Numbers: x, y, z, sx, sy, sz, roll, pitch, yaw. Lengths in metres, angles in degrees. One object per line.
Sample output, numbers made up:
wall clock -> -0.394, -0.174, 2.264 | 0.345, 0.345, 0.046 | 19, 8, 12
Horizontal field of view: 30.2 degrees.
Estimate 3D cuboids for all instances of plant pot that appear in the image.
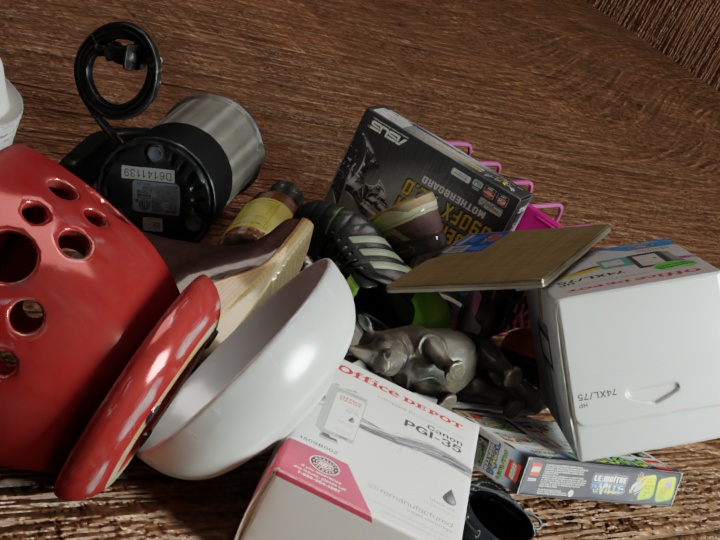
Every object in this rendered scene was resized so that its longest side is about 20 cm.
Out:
plant pot -> -0.210, 0.046, 0.898 | 0.182, 0.200, 0.200 | 35, 23, -1

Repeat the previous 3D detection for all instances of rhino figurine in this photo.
rhino figurine -> 0.055, 0.079, 1.144 | 0.200, 0.060, 0.087 | 12, 20, -42

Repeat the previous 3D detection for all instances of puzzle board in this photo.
puzzle board -> 0.133, -0.008, 1.238 | 0.151, 0.017, 0.200 | -4, 13, 28

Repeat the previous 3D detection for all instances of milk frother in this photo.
milk frother -> -0.189, -0.146, 1.313 | 0.180, 0.200, 0.188 | 22, 23, 1

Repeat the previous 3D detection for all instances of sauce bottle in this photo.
sauce bottle -> -0.096, -0.042, 1.360 | 0.066, 0.066, 0.200 | 26, 21, 0

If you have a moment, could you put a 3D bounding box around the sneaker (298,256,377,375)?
sneaker -> -0.039, 0.055, 1.222 | 0.081, 0.075, 0.200 | 36, 15, -30

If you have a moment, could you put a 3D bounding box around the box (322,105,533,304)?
box -> 0.063, -0.063, 1.448 | 0.200, 0.158, 0.048 | 34, 22, 16

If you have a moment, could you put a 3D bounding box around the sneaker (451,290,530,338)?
sneaker -> 0.158, 0.029, 1.335 | 0.095, 0.079, 0.200 | 30, 29, 10

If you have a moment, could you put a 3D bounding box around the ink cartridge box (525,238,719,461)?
ink cartridge box -> 0.239, 0.065, 1.201 | 0.147, 0.146, 0.200 | -10, 9, 0

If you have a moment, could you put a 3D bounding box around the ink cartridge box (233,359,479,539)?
ink cartridge box -> 0.003, 0.160, 1.006 | 0.146, 0.083, 0.200 | 26, 23, -1

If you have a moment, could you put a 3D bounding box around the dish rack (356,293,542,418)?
dish rack -> 0.064, 0.085, 1.282 | 0.172, 0.044, 0.200 | 11, 27, -34

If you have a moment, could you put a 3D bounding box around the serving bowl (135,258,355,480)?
serving bowl -> -0.072, 0.083, 0.977 | 0.066, 0.200, 0.200 | 46, 21, -9

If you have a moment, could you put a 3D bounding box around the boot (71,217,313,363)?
boot -> -0.149, -0.012, 1.175 | 0.166, 0.072, 0.200 | 27, 46, 12

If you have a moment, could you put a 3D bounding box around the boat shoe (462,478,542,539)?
boat shoe -> 0.104, 0.201, 1.035 | 0.075, 0.062, 0.200 | 32, 13, 3

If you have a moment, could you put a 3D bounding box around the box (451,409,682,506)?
box -> 0.180, 0.168, 1.188 | 0.200, 0.035, 0.110 | 12, 10, -37

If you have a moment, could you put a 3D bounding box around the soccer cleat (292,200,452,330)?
soccer cleat -> 0.000, 0.000, 1.260 | 0.200, 0.068, 0.081 | 40, 29, 24

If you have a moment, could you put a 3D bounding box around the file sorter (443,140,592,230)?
file sorter -> 0.144, -0.045, 1.523 | 0.200, 0.139, 0.125 | 38, 23, 26

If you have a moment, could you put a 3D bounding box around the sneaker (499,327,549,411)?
sneaker -> 0.234, 0.123, 1.367 | 0.200, 0.076, 0.092 | 29, 2, 13

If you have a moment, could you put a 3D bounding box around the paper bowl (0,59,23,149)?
paper bowl -> -0.418, -0.175, 1.256 | 0.200, 0.104, 0.201 | 22, 25, -10

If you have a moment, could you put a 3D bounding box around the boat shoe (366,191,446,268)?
boat shoe -> 0.026, -0.022, 1.347 | 0.072, 0.200, 0.065 | -19, 84, -29
